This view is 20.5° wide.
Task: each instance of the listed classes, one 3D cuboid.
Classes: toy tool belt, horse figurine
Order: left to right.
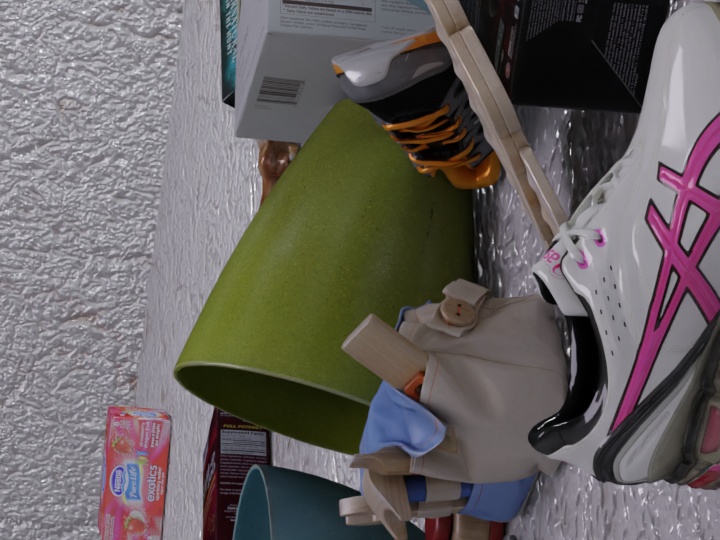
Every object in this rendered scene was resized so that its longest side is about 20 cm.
[{"bbox_3d":[-0.088,-0.151,2.025,0.133,0.050,0.201,104,163,-59],"label":"horse figurine"},{"bbox_3d":[0.035,0.094,1.112,0.201,0.122,0.125,106,164,-47],"label":"toy tool belt"}]

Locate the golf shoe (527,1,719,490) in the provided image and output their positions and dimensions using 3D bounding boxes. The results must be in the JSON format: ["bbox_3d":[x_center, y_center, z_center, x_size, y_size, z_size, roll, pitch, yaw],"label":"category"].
[{"bbox_3d":[0.118,-0.012,0.811,0.073,0.091,0.202,-171,87,-80],"label":"golf shoe"}]

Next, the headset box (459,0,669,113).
[{"bbox_3d":[0.099,-0.184,1.015,0.200,0.074,0.150,-109,24,-64],"label":"headset box"}]

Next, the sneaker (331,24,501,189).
[{"bbox_3d":[0.045,-0.094,1.161,0.200,0.078,0.078,7,-107,-67],"label":"sneaker"}]

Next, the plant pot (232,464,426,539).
[{"bbox_3d":[-0.007,0.227,1.244,0.200,0.134,0.202,-175,90,-79],"label":"plant pot"}]

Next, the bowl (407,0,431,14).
[{"bbox_3d":[0.026,-0.252,1.168,0.201,0.104,0.202,12,-90,-79],"label":"bowl"}]

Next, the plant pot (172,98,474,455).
[{"bbox_3d":[0.000,0.000,1.267,0.187,0.186,0.201,134,154,-73],"label":"plant pot"}]

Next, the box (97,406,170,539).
[{"bbox_3d":[-0.352,0.317,3.085,0.100,0.095,0.202,-149,64,-77],"label":"box"}]

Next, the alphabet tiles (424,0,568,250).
[{"bbox_3d":[0.068,-0.076,0.999,0.196,0.015,0.200,66,-175,26],"label":"alphabet tiles"}]

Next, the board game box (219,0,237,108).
[{"bbox_3d":[-0.090,-0.273,1.990,0.135,0.028,0.201,-38,42,35],"label":"board game box"}]

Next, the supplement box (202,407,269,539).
[{"bbox_3d":[-0.129,0.251,2.059,0.109,0.060,0.201,108,164,-52],"label":"supplement box"}]

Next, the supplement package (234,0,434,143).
[{"bbox_3d":[-0.002,-0.205,1.349,0.152,0.150,0.201,118,155,-65],"label":"supplement package"}]
